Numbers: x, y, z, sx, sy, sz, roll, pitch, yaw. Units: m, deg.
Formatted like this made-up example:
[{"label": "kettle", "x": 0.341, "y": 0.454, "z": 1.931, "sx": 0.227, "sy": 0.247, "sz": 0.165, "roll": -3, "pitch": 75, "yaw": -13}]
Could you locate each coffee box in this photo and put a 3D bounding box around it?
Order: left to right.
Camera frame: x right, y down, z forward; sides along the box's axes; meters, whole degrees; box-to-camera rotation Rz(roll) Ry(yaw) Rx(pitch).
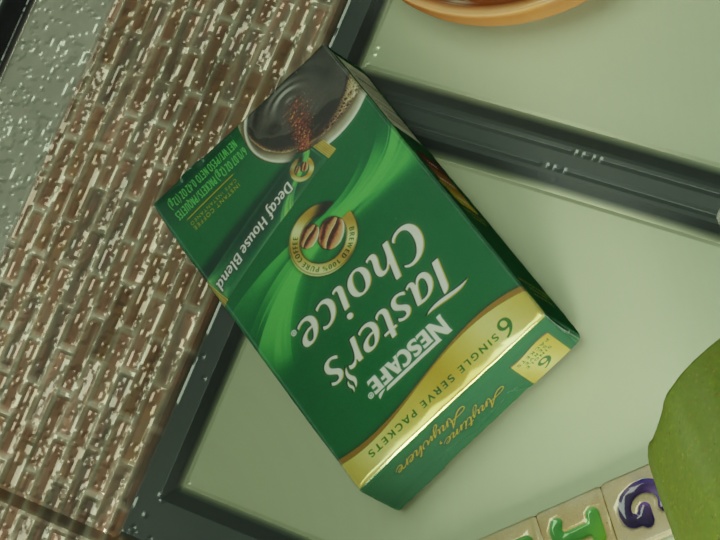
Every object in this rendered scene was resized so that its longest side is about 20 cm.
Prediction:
[{"label": "coffee box", "x": 0.000, "y": 0.000, "z": 1.244, "sx": 0.123, "sy": 0.044, "sz": 0.200, "roll": -42, "pitch": 58, "yaw": 9}]

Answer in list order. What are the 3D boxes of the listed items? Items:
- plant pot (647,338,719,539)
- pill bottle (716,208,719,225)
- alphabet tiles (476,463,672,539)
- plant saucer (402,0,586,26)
[{"label": "plant pot", "x": 0.203, "y": 0.116, "z": 1.024, "sx": 0.200, "sy": 0.200, "sz": 0.190, "roll": -38, "pitch": 45, "yaw": 11}, {"label": "pill bottle", "x": 0.235, "y": -0.087, "z": 1.103, "sx": 0.119, "sy": 0.120, "sz": 0.200, "roll": 27, "pitch": 86, "yaw": 33}, {"label": "alphabet tiles", "x": 0.118, "y": 0.188, "z": 1.133, "sx": 0.167, "sy": 0.008, "sz": 0.201, "roll": -26, "pitch": 61, "yaw": 18}, {"label": "plant saucer", "x": 0.080, "y": -0.211, "z": 1.286, "sx": 0.200, "sy": 0.032, "sz": 0.201, "roll": -11, "pitch": 66, "yaw": 26}]
